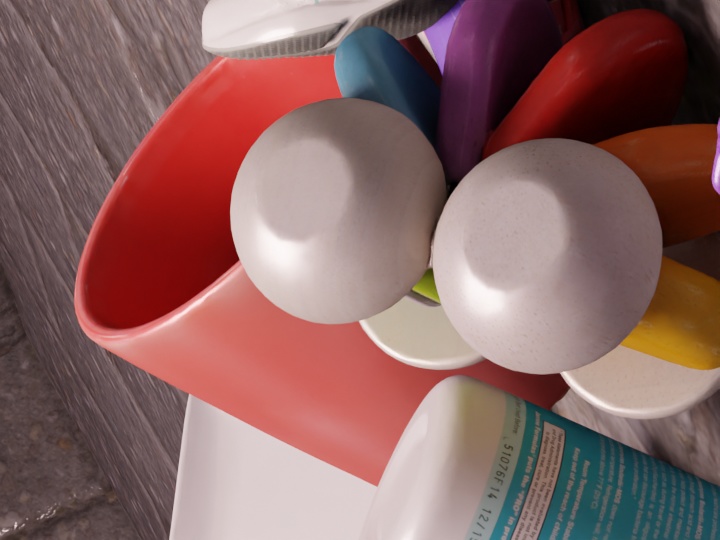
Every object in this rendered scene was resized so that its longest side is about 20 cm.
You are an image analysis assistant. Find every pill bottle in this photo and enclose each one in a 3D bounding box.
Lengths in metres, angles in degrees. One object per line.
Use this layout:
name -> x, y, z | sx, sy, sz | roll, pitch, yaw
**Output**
pill bottle -> 0.103, 0.129, 0.986 | 0.199, 0.111, 0.111 | 24, 168, -5

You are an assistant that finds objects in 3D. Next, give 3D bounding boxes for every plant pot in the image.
plant pot -> 0.000, 0.000, 1.104 | 0.177, 0.201, 0.200 | 40, 178, -25

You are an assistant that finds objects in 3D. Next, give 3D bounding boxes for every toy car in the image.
toy car -> 0.059, -0.035, 0.909 | 0.199, 0.151, 0.175 | 13, 175, 26

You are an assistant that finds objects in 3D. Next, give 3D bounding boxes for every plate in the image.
plate -> -0.012, 0.134, 1.304 | 0.032, 0.199, 0.201 | 47, -139, -49

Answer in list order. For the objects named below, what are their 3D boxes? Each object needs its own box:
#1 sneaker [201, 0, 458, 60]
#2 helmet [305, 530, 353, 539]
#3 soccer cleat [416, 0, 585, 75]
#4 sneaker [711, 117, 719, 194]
sneaker -> 0.014, -0.138, 0.952 | 0.200, 0.070, 0.081 | -22, 81, 35
helmet -> 0.027, 0.206, 1.390 | 0.200, 0.190, 0.201 | -15, -90, -69
soccer cleat -> 0.072, -0.075, 0.996 | 0.201, 0.068, 0.073 | 65, 161, 3
sneaker -> 0.171, 0.007, 0.698 | 0.200, 0.088, 0.081 | 56, 164, 28
